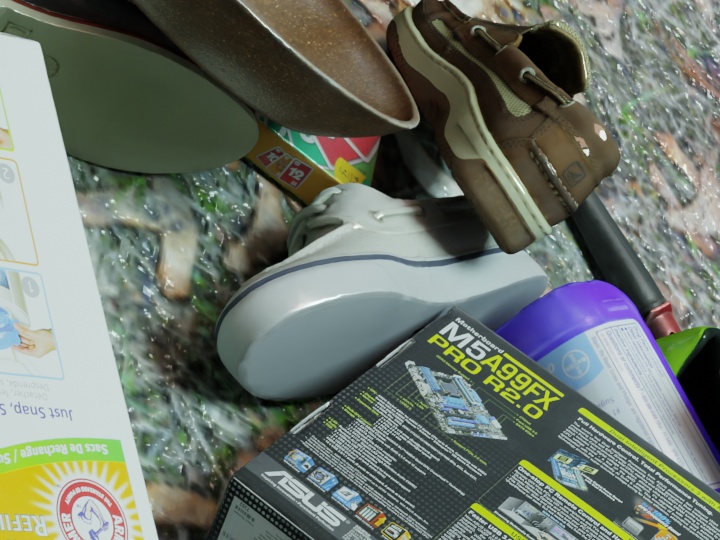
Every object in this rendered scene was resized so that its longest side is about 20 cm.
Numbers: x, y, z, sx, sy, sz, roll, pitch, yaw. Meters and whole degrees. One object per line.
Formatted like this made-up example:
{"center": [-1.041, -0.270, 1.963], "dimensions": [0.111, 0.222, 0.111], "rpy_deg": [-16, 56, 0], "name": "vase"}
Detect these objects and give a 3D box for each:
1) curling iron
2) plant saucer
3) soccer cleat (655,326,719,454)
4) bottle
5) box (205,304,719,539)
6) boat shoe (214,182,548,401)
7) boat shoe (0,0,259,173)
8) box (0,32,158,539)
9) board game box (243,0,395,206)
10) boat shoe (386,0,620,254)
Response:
{"center": [0.137, 0.029, 1.156], "dimensions": [0.049, 0.026, 0.201], "rpy_deg": [-1, 63, -51], "name": "curling iron"}
{"center": [-0.058, -0.117, 0.957], "dimensions": [0.200, 0.037, 0.201], "rpy_deg": [43, 12, -12], "name": "plant saucer"}
{"center": [0.161, 0.120, 1.066], "dimensions": [0.067, 0.081, 0.201], "rpy_deg": [3, 60, -51], "name": "soccer cleat"}
{"center": [0.118, 0.105, 1.019], "dimensions": [0.065, 0.083, 0.201], "rpy_deg": [-5, 62, -50], "name": "bottle"}
{"center": [0.066, 0.113, 0.914], "dimensions": [0.199, 0.044, 0.160], "rpy_deg": [35, 38, 16], "name": "box"}
{"center": [0.000, 0.000, 1.000], "dimensions": [0.199, 0.071, 0.070], "rpy_deg": [-12, 58, -52], "name": "boat shoe"}
{"center": [-0.123, -0.096, 0.935], "dimensions": [0.199, 0.071, 0.063], "rpy_deg": [21, 45, -31], "name": "boat shoe"}
{"center": [-0.150, 0.032, 0.766], "dimensions": [0.101, 0.112, 0.201], "rpy_deg": [9, 57, -46], "name": "box"}
{"center": [-0.070, -0.111, 1.039], "dimensions": [0.199, 0.030, 0.096], "rpy_deg": [35, 41, -21], "name": "board game box"}
{"center": [0.068, -0.075, 1.066], "dimensions": [0.075, 0.075, 0.203], "rpy_deg": [53, 8, -30], "name": "boat shoe"}
